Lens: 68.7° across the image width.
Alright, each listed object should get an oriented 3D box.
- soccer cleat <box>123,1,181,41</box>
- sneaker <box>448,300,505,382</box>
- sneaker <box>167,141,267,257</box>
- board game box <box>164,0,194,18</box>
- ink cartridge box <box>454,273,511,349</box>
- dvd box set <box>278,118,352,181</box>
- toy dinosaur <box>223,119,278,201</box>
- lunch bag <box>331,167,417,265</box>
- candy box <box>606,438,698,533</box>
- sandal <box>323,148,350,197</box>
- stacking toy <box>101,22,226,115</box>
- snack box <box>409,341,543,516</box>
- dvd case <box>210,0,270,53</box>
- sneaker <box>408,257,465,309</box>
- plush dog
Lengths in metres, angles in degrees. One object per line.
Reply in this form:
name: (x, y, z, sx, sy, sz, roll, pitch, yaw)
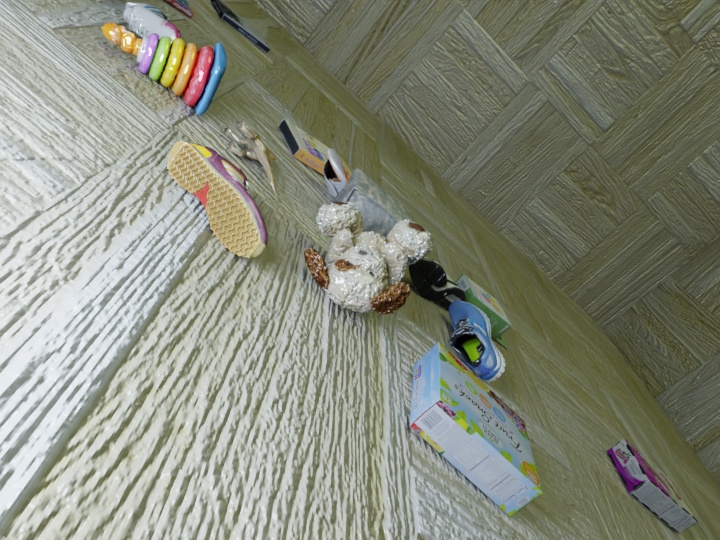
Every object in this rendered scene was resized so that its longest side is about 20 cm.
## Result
soccer cleat: (-0.402, -0.456, 0.999, 0.086, 0.070, 0.200, 10, 29, -38)
sneaker: (0.224, 0.128, 1.075, 0.089, 0.078, 0.201, 34, 23, -34)
sneaker: (-0.178, -0.103, 0.731, 0.201, 0.075, 0.090, 51, 26, 14)
board game box: (-0.526, -0.765, 1.424, 0.102, 0.019, 0.201, 16, 35, -52)
ink cartridge box: (0.320, 0.105, 1.338, 0.199, 0.059, 0.104, 36, 21, -23)
dvd box set: (-0.103, -0.283, 1.299, 0.199, 0.029, 0.147, 25, 27, -43)
toy dinosaur: (-0.191, -0.223, 0.967, 0.101, 0.058, 0.201, 26, 27, -45)
lunch bag: (0.038, -0.098, 1.091, 0.199, 0.118, 0.164, 35, 20, -14)
candy box: (0.714, 0.527, 1.292, 0.199, 0.061, 0.137, 40, 20, -16)
sandal: (-0.043, -0.186, 1.205, 0.207, 0.059, 0.080, 54, 17, -53)
stacking toy: (-0.342, -0.366, 0.909, 0.198, 0.110, 0.117, 18, 39, -30)
snack box: (0.165, 0.226, 0.778, 0.200, 0.068, 0.169, 42, 19, -6)
dvd case: (-0.408, -0.838, 1.797, 0.199, 0.025, 0.151, 23, 29, -48)
sneaker: (0.152, 0.010, 1.200, 0.200, 0.076, 0.116, 38, 10, -42)
plush dog: (0.000, 0.000, 0.844, 0.197, 0.162, 0.172, 18, 33, 8)
